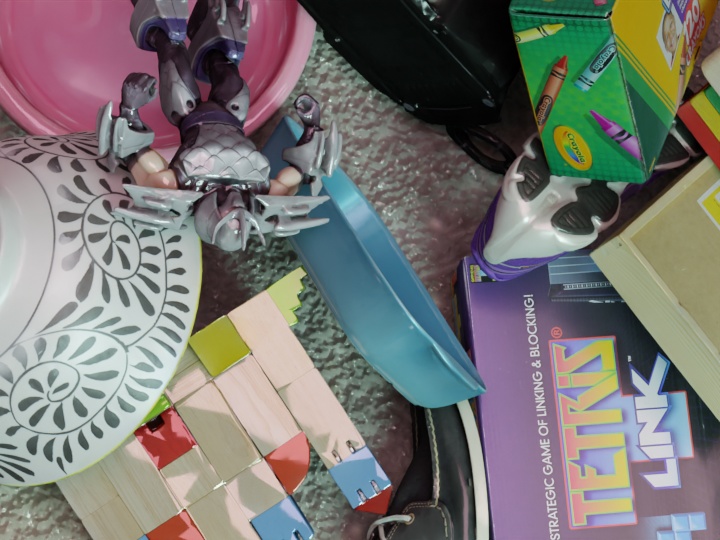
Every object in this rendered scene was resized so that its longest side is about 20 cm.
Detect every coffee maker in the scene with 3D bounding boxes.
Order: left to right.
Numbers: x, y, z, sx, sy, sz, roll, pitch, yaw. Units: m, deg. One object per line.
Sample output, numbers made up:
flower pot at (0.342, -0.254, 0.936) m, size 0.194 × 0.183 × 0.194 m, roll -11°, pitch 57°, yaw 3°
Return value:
coffee maker at (0.073, -0.191, 1.597) m, size 0.135 × 0.192 × 0.200 m, roll 20°, pitch 65°, yaw 34°

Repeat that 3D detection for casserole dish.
casserole dish at (0.000, 0.000, 1.527) m, size 0.039 × 0.121 × 0.200 m, roll -36°, pitch 52°, yaw 7°

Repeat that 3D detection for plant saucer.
plant saucer at (-0.125, -0.148, 1.602) m, size 0.200 × 0.051 × 0.201 m, roll 1°, pitch 76°, yaw -5°

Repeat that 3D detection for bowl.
bowl at (-0.189, 0.006, 1.478) m, size 0.201 × 0.094 × 0.201 m, roll -13°, pitch 66°, yaw 31°

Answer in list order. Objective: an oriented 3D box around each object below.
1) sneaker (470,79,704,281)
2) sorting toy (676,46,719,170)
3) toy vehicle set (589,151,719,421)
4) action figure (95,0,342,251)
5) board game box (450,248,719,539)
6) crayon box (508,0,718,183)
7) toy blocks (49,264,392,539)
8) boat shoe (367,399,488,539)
sneaker at (0.123, -0.061, 1.567) m, size 0.081 × 0.083 × 0.200 m, roll 50°, pitch 48°, yaw 3°
sorting toy at (0.285, -0.066, 1.570) m, size 0.199 × 0.070 × 0.200 m, roll 53°, pitch 45°, yaw -1°
toy vehicle set at (0.221, -0.009, 1.555) m, size 0.124 × 0.027 × 0.200 m, roll 53°, pitch 46°, yaw -1°
action figure at (-0.081, -0.085, 1.479) m, size 0.130 × 0.069 × 0.200 m, roll 12°, pitch 43°, yaw -28°
board game box at (0.143, 0.088, 1.567) m, size 0.165 × 0.057 × 0.200 m, roll -4°, pitch 76°, yaw -8°
crayon box at (0.144, -0.159, 1.497) m, size 0.058 × 0.119 × 0.200 m, roll 6°, pitch 49°, yaw 24°
toy blocks at (-0.077, 0.108, 1.526) m, size 0.200 × 0.100 × 0.137 m, roll -33°, pitch 90°, yaw -2°
boat shoe at (0.035, 0.151, 1.530) m, size 0.068 × 0.072 × 0.200 m, roll 2°, pitch 77°, yaw -10°
